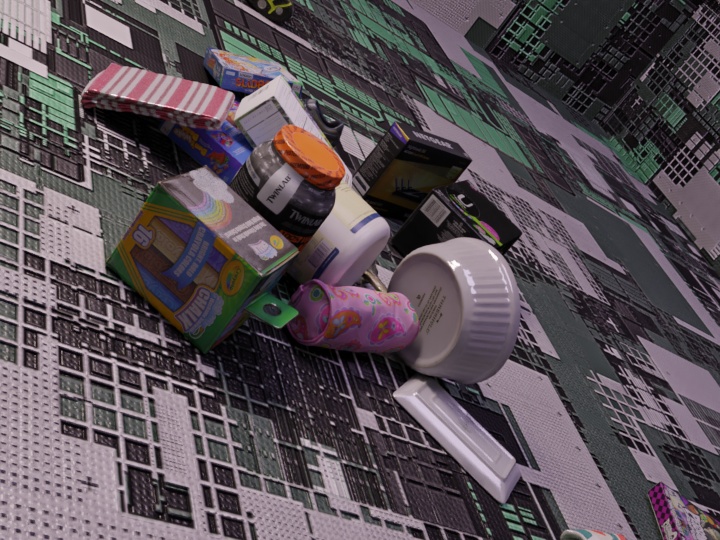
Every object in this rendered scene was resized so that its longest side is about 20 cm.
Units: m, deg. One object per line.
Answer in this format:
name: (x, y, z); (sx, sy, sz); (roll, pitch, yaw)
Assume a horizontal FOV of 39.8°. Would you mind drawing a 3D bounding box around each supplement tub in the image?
supplement tub: (-0.073, -0.071, 1.360); (0.200, 0.145, 0.145); (44, 23, 10)
supplement tub: (-0.112, -0.072, 1.230); (0.122, 0.201, 0.123); (31, 25, -16)

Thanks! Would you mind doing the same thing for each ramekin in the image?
ramekin: (0.117, 0.054, 1.371); (0.093, 0.204, 0.203); (3, 41, -40)

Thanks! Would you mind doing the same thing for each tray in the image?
tray: (0.135, 0.214, 1.323); (0.200, 0.022, 0.107); (44, 23, 9)

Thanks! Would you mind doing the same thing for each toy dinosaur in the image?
toy dinosaur: (0.000, 0.000, 1.474); (0.088, 0.047, 0.201); (20, 33, -52)

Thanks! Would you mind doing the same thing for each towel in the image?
towel: (-0.281, -0.244, 1.410); (0.197, 0.030, 0.147); (12, 26, -4)

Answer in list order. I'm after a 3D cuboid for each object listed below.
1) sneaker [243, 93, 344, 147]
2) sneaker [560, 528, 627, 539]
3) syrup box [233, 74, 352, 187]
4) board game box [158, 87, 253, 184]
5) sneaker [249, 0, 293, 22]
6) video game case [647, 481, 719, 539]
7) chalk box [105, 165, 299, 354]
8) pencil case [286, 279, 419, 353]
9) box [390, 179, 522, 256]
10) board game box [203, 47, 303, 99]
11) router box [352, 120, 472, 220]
sneaker: (-0.115, -0.274, 1.735); (0.198, 0.081, 0.074); (29, 25, -23)
sneaker: (0.289, 0.392, 1.204); (0.092, 0.071, 0.201); (16, 30, -8)
syrup box: (-0.099, -0.184, 1.517); (0.201, 0.078, 0.082); (53, 23, -25)
board game box: (-0.207, -0.210, 1.527); (0.134, 0.045, 0.200); (40, 23, 0)
sneaker: (-0.229, -0.631, 2.208); (0.199, 0.076, 0.077); (37, 23, -10)
video game case: (0.529, 0.437, 1.507); (0.180, 0.036, 0.201); (35, 23, -15)
chalk box: (-0.161, 0.000, 1.131); (0.200, 0.124, 0.124); (43, 22, 4)
pencil case: (-0.008, 0.061, 1.297); (0.199, 0.088, 0.088); (8, 38, -51)
box: (0.170, -0.059, 1.731); (0.149, 0.125, 0.200); (46, 23, 11)
board game box: (-0.185, -0.330, 1.678); (0.133, 0.035, 0.200); (8, 19, -21)
router box: (0.085, -0.168, 1.757); (0.199, 0.158, 0.052); (8, 38, -50)
